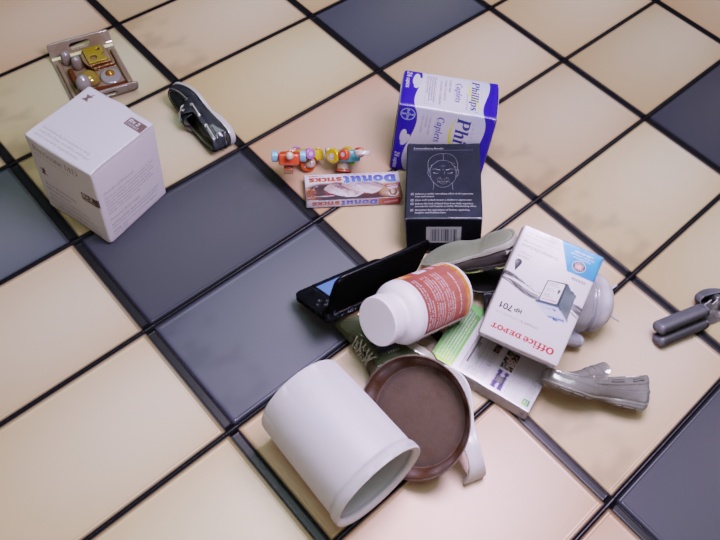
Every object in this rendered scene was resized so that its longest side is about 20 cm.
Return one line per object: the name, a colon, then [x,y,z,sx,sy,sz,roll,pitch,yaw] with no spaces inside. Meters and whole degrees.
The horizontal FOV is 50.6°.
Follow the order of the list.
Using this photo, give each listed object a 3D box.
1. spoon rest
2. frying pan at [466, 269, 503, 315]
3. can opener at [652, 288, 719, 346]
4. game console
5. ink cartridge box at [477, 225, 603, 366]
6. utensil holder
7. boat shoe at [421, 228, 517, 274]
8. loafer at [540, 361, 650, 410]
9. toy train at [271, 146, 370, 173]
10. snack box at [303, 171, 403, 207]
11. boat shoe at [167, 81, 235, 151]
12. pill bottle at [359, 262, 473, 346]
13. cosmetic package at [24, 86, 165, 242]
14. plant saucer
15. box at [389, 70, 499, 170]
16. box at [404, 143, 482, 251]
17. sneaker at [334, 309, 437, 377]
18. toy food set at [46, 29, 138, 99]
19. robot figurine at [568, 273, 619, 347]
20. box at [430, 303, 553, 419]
spoon rest: [0.156,0.248,1.263,0.099,0.061,0.201,-17,69,-18]
frying pan: [0.252,0.028,1.434,0.114,0.031,0.190,-21,45,-7]
can opener: [0.633,0.085,1.457,0.199,0.054,0.067,-18,27,-17]
game console: [0.000,0.000,1.355,0.199,0.117,0.176,-22,31,-27]
ink cartridge box: [0.306,0.045,1.305,0.146,0.086,0.201,23,86,9]
utensil holder: [-0.034,0.264,1.190,0.170,0.170,0.200,-32,61,-24]
boat shoe: [0.209,-0.021,1.428,0.200,0.061,0.072,-14,33,35]
loafer: [0.410,0.192,1.326,0.199,0.070,0.070,14,83,-12]
toy train: [-0.082,-0.221,1.554,0.199,0.056,0.150,-1,14,-7]
snack box: [-0.016,-0.167,1.571,0.199,0.024,0.072,-3,54,-8]
boat shoe: [-0.351,-0.328,1.618,0.200,0.076,0.060,39,55,21]
pill bottle: [0.095,0.061,1.311,0.199,0.112,0.112,-18,56,-44]
cosmetic package: [-0.492,-0.199,1.440,0.164,0.200,0.165,30,58,15]
plant saucer: [0.091,0.238,1.241,0.199,0.034,0.202,-4,82,28]
box: [0.171,-0.297,1.582,0.199,0.184,0.105,8,54,1]
box: [0.164,-0.146,1.513,0.147,0.107,0.201,1,55,6]
sneaker: [0.031,0.145,1.334,0.199,0.067,0.090,27,52,9]
toy food set: [-0.596,-0.454,1.690,0.143,0.061,0.200,-23,61,-19]
robot figurine: [0.378,0.055,1.404,0.199,0.113,0.171,3,85,-3]
box: [0.240,0.156,1.369,0.199,0.036,0.144,31,58,13]
